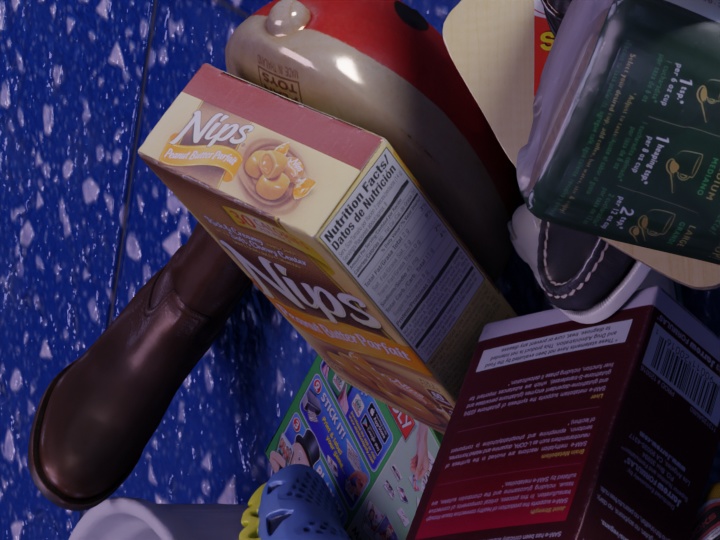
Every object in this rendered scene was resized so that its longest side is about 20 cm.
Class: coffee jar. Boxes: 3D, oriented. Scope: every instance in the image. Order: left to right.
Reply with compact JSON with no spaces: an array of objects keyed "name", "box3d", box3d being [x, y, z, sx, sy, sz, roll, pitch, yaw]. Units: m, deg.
[{"name":"coffee jar","box3d":[0.161,-0.040,0.784,0.086,0.199,0.105,-80,11,-57]}]

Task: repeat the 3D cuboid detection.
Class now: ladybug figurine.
[{"name":"ladybug figurine","box3d":[0.013,-0.065,1.043,0.135,0.200,0.072,26,74,34]}]

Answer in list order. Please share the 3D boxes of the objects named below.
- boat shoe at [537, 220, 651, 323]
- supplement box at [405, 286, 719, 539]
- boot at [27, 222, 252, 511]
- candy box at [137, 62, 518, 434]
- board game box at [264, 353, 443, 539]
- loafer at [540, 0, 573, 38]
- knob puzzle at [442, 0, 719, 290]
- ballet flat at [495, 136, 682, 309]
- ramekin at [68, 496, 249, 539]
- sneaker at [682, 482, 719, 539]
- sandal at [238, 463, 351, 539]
[{"name":"boat shoe","box3d":[0.105,-0.080,0.933,0.074,0.060,0.201,19,89,56]},{"name":"supplement box","box3d":[0.072,0.111,0.922,0.108,0.061,0.201,-14,45,50]},{"name":"boot","box3d":[-0.092,0.017,1.220,0.200,0.064,0.187,-46,13,47]},{"name":"candy box","box3d":[0.000,0.000,1.019,0.115,0.200,0.055,25,74,40]},{"name":"board game box","box3d":[0.022,0.124,1.151,0.135,0.029,0.201,-60,44,38]},{"name":"loafer","box3d":[0.148,-0.146,0.828,0.200,0.072,0.073,-42,76,7]},{"name":"knob puzzle","box3d":[0.130,-0.092,0.881,0.218,0.030,0.222,-2,83,13]},{"name":"ballet flat","box3d":[0.088,-0.044,1.007,0.069,0.069,0.202,-26,70,54]},{"name":"ramekin","box3d":[-0.087,0.222,1.261,0.200,0.097,0.202,2,93,57]},{"name":"sneaker","box3d":[0.118,0.149,0.974,0.200,0.077,0.083,-35,56,44]},{"name":"sandal","box3d":[0.004,0.170,1.102,0.087,0.079,0.201,-38,50,15]}]
